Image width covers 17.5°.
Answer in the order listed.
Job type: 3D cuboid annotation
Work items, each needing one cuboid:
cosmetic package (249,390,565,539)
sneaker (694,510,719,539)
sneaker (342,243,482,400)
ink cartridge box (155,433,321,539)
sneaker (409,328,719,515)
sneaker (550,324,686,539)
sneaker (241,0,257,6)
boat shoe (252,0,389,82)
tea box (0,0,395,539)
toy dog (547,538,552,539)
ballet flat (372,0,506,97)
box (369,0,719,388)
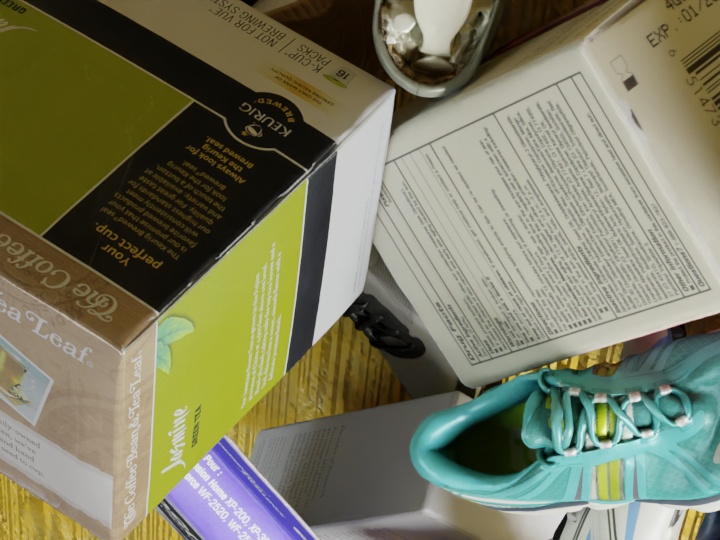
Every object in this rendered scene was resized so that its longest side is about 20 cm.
[{"bbox_3d":[0.023,0.127,1.272,0.101,0.072,0.199,29,156,-27],"label":"cosmetic package"},{"bbox_3d":[0.198,0.071,1.030,0.075,0.084,0.201,37,143,23],"label":"sneaker"},{"bbox_3d":[0.000,0.000,1.212,0.074,0.079,0.201,1,127,50],"label":"sneaker"},{"bbox_3d":[-0.053,0.136,1.160,0.198,0.043,0.200,49,168,-22],"label":"ink cartridge box"},{"bbox_3d":[0.110,0.070,1.021,0.199,0.079,0.078,-20,69,37],"label":"sneaker"},{"bbox_3d":[0.121,0.110,1.091,0.072,0.202,0.072,6,174,10],"label":"sneaker"},{"bbox_3d":[-0.070,-0.167,1.146,0.089,0.078,0.200,51,142,8],"label":"sneaker"},{"bbox_3d":[-0.001,-0.128,1.105,0.071,0.070,0.200,41,140,-18],"label":"boat shoe"},{"bbox_3d":[-0.122,-0.028,1.014,0.199,0.197,0.134,31,140,19],"label":"tea box"},{"bbox_3d":[0.114,0.210,1.176,0.199,0.097,0.132,22,152,-13],"label":"toy dog"},{"bbox_3d":[0.048,-0.166,0.966,0.067,0.064,0.201,13,114,4],"label":"ballet flat"},{"bbox_3d":[0.101,-0.043,1.022,0.128,0.109,0.200,58,147,-7],"label":"box"}]
